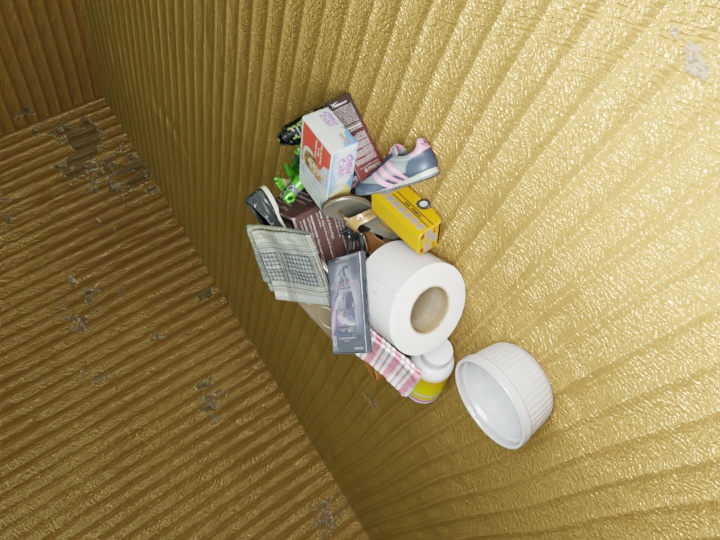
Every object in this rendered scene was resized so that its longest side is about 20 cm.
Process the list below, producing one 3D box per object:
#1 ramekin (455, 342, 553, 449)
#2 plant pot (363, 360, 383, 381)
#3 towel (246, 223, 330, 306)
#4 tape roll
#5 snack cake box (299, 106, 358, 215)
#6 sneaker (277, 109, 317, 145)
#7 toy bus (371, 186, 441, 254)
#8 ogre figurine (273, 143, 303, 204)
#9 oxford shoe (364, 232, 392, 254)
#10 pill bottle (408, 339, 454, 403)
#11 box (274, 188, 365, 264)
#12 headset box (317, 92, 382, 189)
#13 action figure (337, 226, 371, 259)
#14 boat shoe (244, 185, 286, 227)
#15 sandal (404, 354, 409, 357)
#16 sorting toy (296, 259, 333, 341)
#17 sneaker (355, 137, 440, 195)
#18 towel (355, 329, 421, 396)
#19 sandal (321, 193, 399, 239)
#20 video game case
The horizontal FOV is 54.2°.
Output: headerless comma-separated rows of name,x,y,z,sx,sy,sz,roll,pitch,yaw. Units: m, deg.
ramekin,0.290,0.239,1.400,0.200,0.104,0.202,47,154,31
plant pot,0.061,0.148,1.709,0.200,0.138,0.203,159,90,-82
towel,-0.161,-0.010,1.571,0.197,0.035,0.195,9,130,36
tape roll,0.102,0.056,1.469,0.139,0.201,0.205,33,145,48
snack cake box,-0.072,-0.228,1.492,0.116,0.066,0.201,54,156,23
sneaker,-0.149,-0.333,1.717,0.073,0.082,0.199,64,158,-10
toy bus,0.087,-0.125,1.452,0.200,0.078,0.066,46,153,33
ogre figurine,-0.132,-0.245,1.680,0.099,0.119,0.200,52,-157,-4
oxford shoe,0.054,-0.042,1.636,0.203,0.071,0.071,64,154,-2
pill bottle,0.164,0.232,1.668,0.105,0.103,0.201,51,156,22
box,-0.097,-0.114,1.707,0.165,0.198,0.167,27,140,53
headset box,-0.033,-0.263,1.554,0.202,0.077,0.148,62,158,-3
action figure,0.000,0.000,1.595,0.118,0.101,0.204,-21,85,50
boat shoe,-0.205,-0.091,1.619,0.074,0.065,0.202,5,121,62
sandal,0.111,0.101,1.609,0.048,0.074,0.205,-171,82,-66
sorting toy,-0.079,0.061,1.626,0.185,0.036,0.200,47,144,-3
sneaker,0.064,-0.201,1.376,0.197,0.070,0.084,-12,98,37
towel,0.041,0.188,1.530,0.199,0.030,0.147,38,156,9
sandal,0.009,-0.105,1.522,0.082,0.198,0.055,-42,34,40
video game case,-0.024,0.070,1.465,0.142,0.019,0.204,-13,81,59
